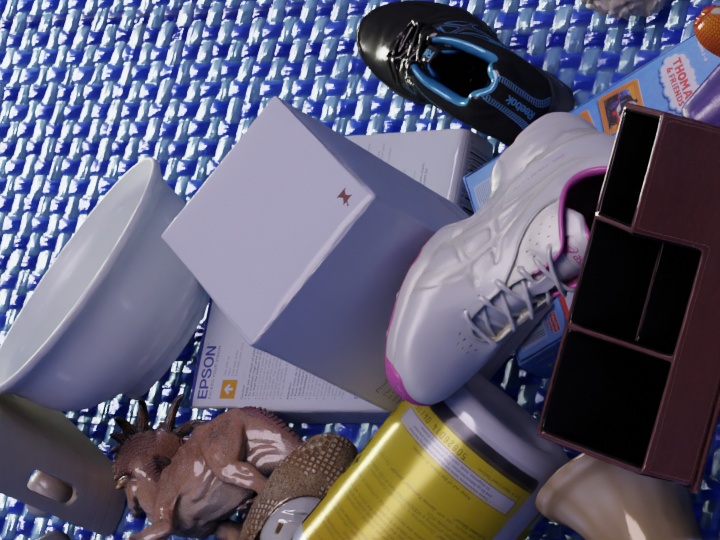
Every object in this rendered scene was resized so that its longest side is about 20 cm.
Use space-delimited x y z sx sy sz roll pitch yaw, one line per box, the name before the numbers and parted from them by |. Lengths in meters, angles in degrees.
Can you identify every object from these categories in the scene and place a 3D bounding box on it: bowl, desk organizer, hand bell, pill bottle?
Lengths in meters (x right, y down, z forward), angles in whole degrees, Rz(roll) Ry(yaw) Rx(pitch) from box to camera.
bowl | -0.168 0.027 1.921 0.201 0.090 0.201 -49 14 17
desk organizer | 0.166 0.013 1.520 0.072 0.077 0.200 -148 72 -74
hand bell | 0.186 0.199 1.580 0.104 0.104 0.200 -35 62 23
pill bottle | 0.029 0.162 1.673 0.200 0.112 0.112 -51 46 9

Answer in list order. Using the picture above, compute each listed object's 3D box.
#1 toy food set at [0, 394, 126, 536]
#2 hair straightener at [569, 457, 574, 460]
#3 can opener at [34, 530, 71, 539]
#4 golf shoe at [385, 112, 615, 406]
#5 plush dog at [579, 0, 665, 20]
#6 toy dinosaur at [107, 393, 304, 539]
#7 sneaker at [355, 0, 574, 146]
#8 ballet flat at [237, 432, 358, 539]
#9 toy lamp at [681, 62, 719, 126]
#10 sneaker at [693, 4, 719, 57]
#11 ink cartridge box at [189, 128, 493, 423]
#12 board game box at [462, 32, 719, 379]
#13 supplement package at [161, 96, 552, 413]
toy food set | -0.268 0.111 1.952 0.200 0.143 0.060 38 96 44
hair straightener | 0.153 0.056 1.638 0.077 0.041 0.200 -98 24 -44
can opener | -0.155 0.242 1.870 0.067 0.053 0.200 -29 44 -15
golf shoe | 0.091 -0.003 1.597 0.200 0.075 0.091 -55 36 -7
plush dog | 0.215 -0.272 1.746 0.171 0.160 0.200 1 70 12
toy dinosaur | -0.100 0.131 1.846 0.200 0.086 0.136 -25 50 24
sneaker | 0.058 -0.144 1.843 0.200 0.082 0.073 29 91 46
ballet flat | -0.054 0.198 1.753 0.200 0.070 0.065 -61 19 10
toy lamp | 0.283 -0.139 1.645 0.200 0.058 0.058 -33 50 7
sneaker | 0.279 -0.095 1.580 0.200 0.073 0.077 26 91 7
ink cartridge box | -0.013 0.006 1.858 0.200 0.043 0.197 -2 71 41
board game box | 0.169 -0.044 1.731 0.200 0.037 0.151 -32 53 25
supplement package | 0.000 0.000 1.686 0.117 0.200 0.117 -50 50 9
